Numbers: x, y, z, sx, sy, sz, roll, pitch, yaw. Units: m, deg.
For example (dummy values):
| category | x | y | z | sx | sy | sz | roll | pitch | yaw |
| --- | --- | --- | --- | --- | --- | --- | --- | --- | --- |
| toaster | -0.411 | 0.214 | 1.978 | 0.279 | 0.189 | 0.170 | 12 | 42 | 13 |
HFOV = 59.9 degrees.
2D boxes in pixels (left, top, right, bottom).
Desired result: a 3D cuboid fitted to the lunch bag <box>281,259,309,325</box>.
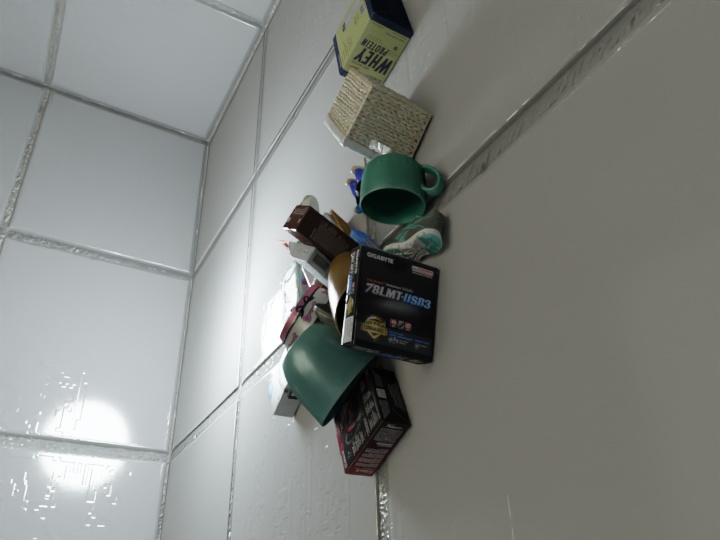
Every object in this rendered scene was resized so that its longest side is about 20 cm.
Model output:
| category | x | y | z | sx | sy | sz | roll | pitch | yaw |
| --- | --- | --- | --- | --- | --- | --- | --- | --- | --- |
| lunch bag | -0.189 | 0.074 | 1.908 | 0.160 | 0.076 | 0.204 | -45 | 39 | 46 |

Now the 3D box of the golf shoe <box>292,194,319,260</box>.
| category | x | y | z | sx | sy | sz | roll | pitch | yaw |
| --- | --- | --- | --- | --- | --- | --- | --- | --- | --- |
| golf shoe | -0.127 | -0.114 | 1.727 | 0.096 | 0.077 | 0.205 | -9 | 73 | 43 |

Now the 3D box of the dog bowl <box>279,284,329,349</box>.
| category | x | y | z | sx | sy | sz | roll | pitch | yaw |
| --- | --- | --- | --- | --- | --- | --- | --- | --- | --- |
| dog bowl | -0.143 | 0.128 | 1.655 | 0.202 | 0.073 | 0.200 | -57 | -3 | -5 |

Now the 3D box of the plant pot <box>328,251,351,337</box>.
| category | x | y | z | sx | sy | sz | roll | pitch | yaw |
| --- | --- | --- | --- | --- | --- | --- | --- | --- | --- |
| plant pot | -0.002 | 0.040 | 1.412 | 0.189 | 0.183 | 0.200 | -66 | 30 | 17 |

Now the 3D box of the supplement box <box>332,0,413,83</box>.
| category | x | y | z | sx | sy | sz | roll | pitch | yaw |
| --- | --- | --- | --- | --- | --- | --- | --- | --- | --- |
| supplement box | 0.029 | -0.670 | 1.786 | 0.201 | 0.132 | 0.203 | -53 | 34 | 38 |

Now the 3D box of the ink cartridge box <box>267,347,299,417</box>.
| category | x | y | z | sx | sy | sz | roll | pitch | yaw |
| --- | --- | --- | --- | --- | --- | --- | --- | --- | --- |
| ink cartridge box | -0.200 | 0.310 | 1.819 | 0.203 | 0.066 | 0.116 | -65 | 27 | 20 |

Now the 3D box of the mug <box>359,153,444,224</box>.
| category | x | y | z | sx | sy | sz | roll | pitch | yaw |
| --- | --- | --- | --- | --- | --- | --- | --- | --- | --- |
| mug | 0.091 | -0.192 | 1.426 | 0.153 | 0.180 | 0.117 | 102 | 172 | -62 |

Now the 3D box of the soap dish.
| category | x | y | z | sx | sy | sz | roll | pitch | yaw |
| --- | --- | --- | --- | --- | --- | --- | --- | --- | --- |
| soap dish | -0.088 | -0.048 | 1.762 | 0.203 | 0.080 | 0.158 | -65 | 27 | 21 |

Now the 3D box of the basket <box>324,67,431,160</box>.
| category | x | y | z | sx | sy | sz | roll | pitch | yaw |
| --- | --- | --- | --- | --- | --- | --- | --- | --- | --- |
| basket | 0.040 | -0.372 | 1.548 | 0.163 | 0.195 | 0.201 | -61 | 28 | 17 |

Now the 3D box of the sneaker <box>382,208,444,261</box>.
| category | x | y | z | sx | sy | sz | roll | pitch | yaw |
| --- | --- | --- | --- | --- | --- | --- | --- | --- | --- |
| sneaker | 0.124 | -0.075 | 1.380 | 0.199 | 0.077 | 0.093 | -19 | 44 | 56 |

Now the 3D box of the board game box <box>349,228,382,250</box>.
| category | x | y | z | sx | sy | sz | roll | pitch | yaw |
| --- | --- | --- | --- | --- | --- | --- | --- | --- | --- |
| board game box | 0.000 | 0.000 | 1.599 | 0.155 | 0.044 | 0.200 | -67 | 27 | 15 |

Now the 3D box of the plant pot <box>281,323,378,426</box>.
| category | x | y | z | sx | sy | sz | roll | pitch | yaw |
| --- | --- | --- | --- | --- | --- | --- | --- | --- | --- |
| plant pot | -0.081 | 0.218 | 1.406 | 0.201 | 0.160 | 0.201 | -49 | -12 | -14 |

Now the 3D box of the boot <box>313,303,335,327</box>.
| category | x | y | z | sx | sy | sz | roll | pitch | yaw |
| --- | --- | --- | --- | --- | --- | --- | --- | --- | --- |
| boot | -0.068 | 0.204 | 1.533 | 0.180 | 0.072 | 0.204 | 28 | 108 | 21 |

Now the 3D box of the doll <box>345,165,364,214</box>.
| category | x | y | z | sx | sy | sz | roll | pitch | yaw |
| --- | --- | --- | --- | --- | --- | --- | --- | --- | --- |
| doll | 0.012 | -0.222 | 1.686 | 0.138 | 0.048 | 0.201 | -65 | 27 | 22 |

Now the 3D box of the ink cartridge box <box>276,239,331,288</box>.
| category | x | y | z | sx | sy | sz | roll | pitch | yaw |
| --- | --- | --- | --- | --- | --- | --- | --- | --- | --- |
| ink cartridge box | -0.126 | -0.009 | 1.585 | 0.198 | 0.160 | 0.048 | 13 | 67 | 52 |

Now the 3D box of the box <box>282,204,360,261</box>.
| category | x | y | z | sx | sy | sz | roll | pitch | yaw |
| --- | --- | --- | --- | --- | --- | --- | --- | --- | --- |
| box | -0.084 | -0.074 | 1.523 | 0.076 | 0.199 | 0.100 | -58 | 27 | -8 |

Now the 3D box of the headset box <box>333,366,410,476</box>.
| category | x | y | z | sx | sy | sz | roll | pitch | yaw |
| --- | --- | --- | --- | --- | --- | --- | --- | --- | --- |
| headset box | 0.015 | 0.336 | 1.359 | 0.202 | 0.074 | 0.150 | -60 | 29 | 29 |

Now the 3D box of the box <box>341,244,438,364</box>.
| category | x | y | z | sx | sy | sz | roll | pitch | yaw |
| --- | --- | --- | --- | --- | --- | --- | --- | --- | --- |
| box | 0.064 | 0.071 | 1.258 | 0.049 | 0.197 | 0.203 | -19 | 59 | 57 |
